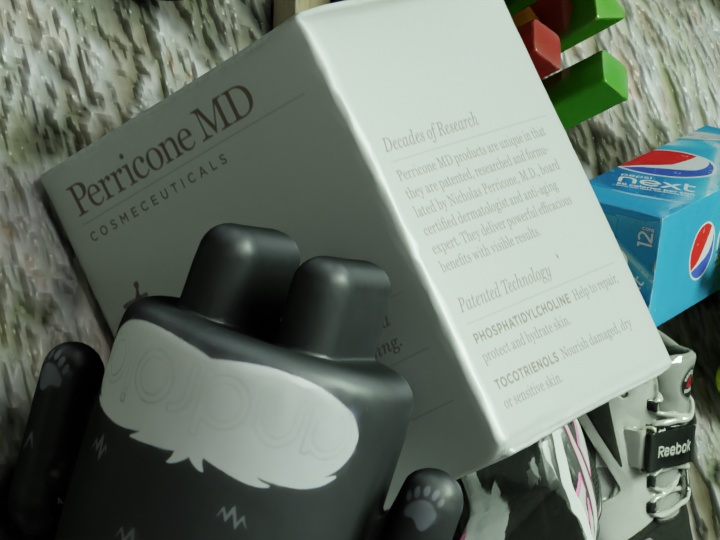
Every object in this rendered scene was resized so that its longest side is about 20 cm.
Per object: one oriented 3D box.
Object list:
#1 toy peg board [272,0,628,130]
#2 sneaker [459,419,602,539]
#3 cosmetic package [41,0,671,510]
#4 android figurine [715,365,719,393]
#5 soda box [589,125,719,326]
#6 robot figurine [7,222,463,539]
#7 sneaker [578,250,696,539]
[{"bbox_3d":[0.057,-0.170,1.411,0.199,0.098,0.201,31,45,-38],"label":"toy peg board"},{"bbox_3d":[0.093,0.128,1.282,0.086,0.080,0.201,30,51,-54],"label":"sneaker"},{"bbox_3d":[0.000,0.000,1.160,0.166,0.167,0.201,-21,84,-55],"label":"cosmetic package"},{"bbox_3d":[0.255,-0.003,1.523,0.200,0.041,0.183,26,81,-63],"label":"android figurine"},{"bbox_3d":[0.181,-0.027,1.486,0.200,0.064,0.068,-25,126,-56],"label":"soda box"},{"bbox_3d":[-0.051,0.085,1.028,0.124,0.150,0.201,15,94,-34],"label":"robot figurine"},{"bbox_3d":[0.144,0.083,1.367,0.074,0.088,0.201,-24,89,-57],"label":"sneaker"}]
